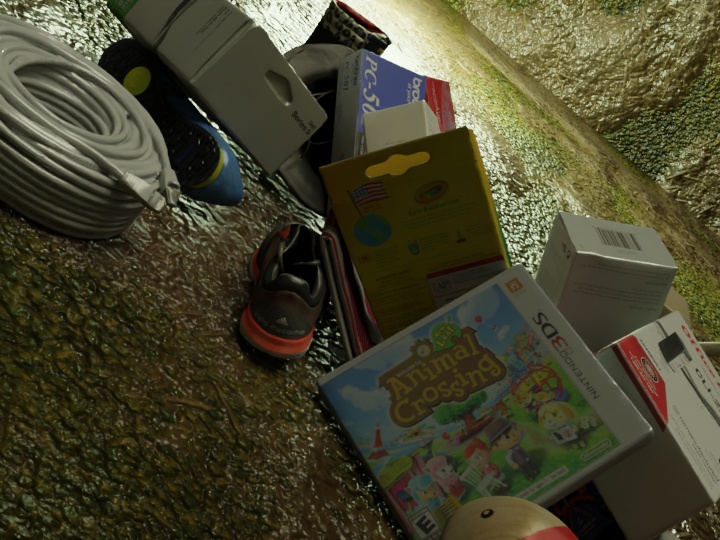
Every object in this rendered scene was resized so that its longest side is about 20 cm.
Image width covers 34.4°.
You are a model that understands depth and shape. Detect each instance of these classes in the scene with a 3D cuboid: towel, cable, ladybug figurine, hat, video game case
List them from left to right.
[{"bbox_3d":[-0.238,-0.113,0.894,0.198,0.069,0.201,30,22,-26],"label":"cable"},{"bbox_3d":[-0.043,-0.137,1.251,0.198,0.080,0.205,11,73,-37],"label":"hat"},{"bbox_3d":[0.000,0.000,1.034,0.201,0.022,0.146,-73,151,-68],"label":"towel"},{"bbox_3d":[0.091,0.107,0.893,0.183,0.198,0.022,54,-12,33],"label":"video game case"},{"bbox_3d":[0.123,0.238,0.761,0.134,0.072,0.202,-8,65,-38],"label":"ladybug figurine"}]

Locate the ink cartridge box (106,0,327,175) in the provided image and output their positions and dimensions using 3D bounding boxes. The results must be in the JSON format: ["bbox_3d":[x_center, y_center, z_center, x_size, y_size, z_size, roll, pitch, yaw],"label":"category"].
[{"bbox_3d":[-0.138,-0.201,1.110,0.200,0.084,0.146,44,-3,45],"label":"ink cartridge box"}]

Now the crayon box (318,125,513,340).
[{"bbox_3d":[0.053,-0.033,0.963,0.051,0.125,0.202,-93,166,-51],"label":"crayon box"}]

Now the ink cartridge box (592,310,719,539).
[{"bbox_3d":[0.253,0.127,0.994,0.146,0.083,0.199,59,27,11],"label":"ink cartridge box"}]

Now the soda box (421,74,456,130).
[{"bbox_3d":[0.078,-0.115,1.325,0.070,0.062,0.204,-2,82,-60],"label":"soda box"}]

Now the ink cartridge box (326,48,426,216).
[{"bbox_3d":[0.017,-0.118,1.213,0.093,0.044,0.204,16,71,-37],"label":"ink cartridge box"}]

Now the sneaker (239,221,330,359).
[{"bbox_3d":[-0.049,-0.005,0.970,0.076,0.083,0.201,19,25,-9],"label":"sneaker"}]

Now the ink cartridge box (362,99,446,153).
[{"bbox_3d":[0.057,-0.045,1.116,0.116,0.066,0.204,31,51,-70],"label":"ink cartridge box"}]

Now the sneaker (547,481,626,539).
[{"bbox_3d":[0.197,0.201,1.032,0.199,0.076,0.079,37,24,-7],"label":"sneaker"}]

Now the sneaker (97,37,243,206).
[{"bbox_3d":[-0.174,-0.130,1.065,0.201,0.066,0.078,49,3,27],"label":"sneaker"}]

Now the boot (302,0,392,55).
[{"bbox_3d":[-0.003,-0.199,1.360,0.203,0.154,0.074,38,20,-6],"label":"boot"}]

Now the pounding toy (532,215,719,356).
[{"bbox_3d":[0.284,0.065,1.298,0.199,0.185,0.142,41,20,0],"label":"pounding toy"}]

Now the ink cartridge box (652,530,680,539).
[{"bbox_3d":[0.292,0.324,0.932,0.199,0.084,0.145,39,20,-4],"label":"ink cartridge box"}]

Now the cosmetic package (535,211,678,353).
[{"bbox_3d":[0.224,0.055,1.157,0.111,0.203,0.082,9,30,-12],"label":"cosmetic package"}]
